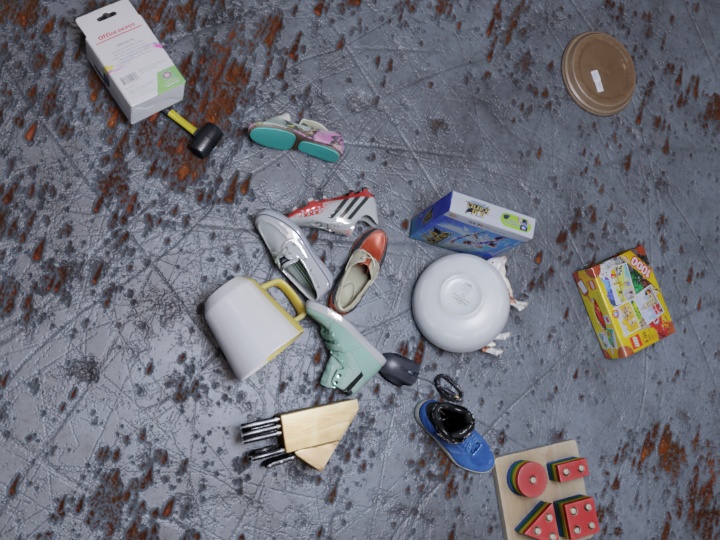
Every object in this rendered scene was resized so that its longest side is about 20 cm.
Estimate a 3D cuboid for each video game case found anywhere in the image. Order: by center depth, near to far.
[{"bbox_3d":[0.215,-0.083,1.586,0.179,0.200,0.046,17,73,-15],"label":"video game case"}]

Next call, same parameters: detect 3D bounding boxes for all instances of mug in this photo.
[{"bbox_3d":[-0.200,0.094,1.478,0.149,0.186,0.154,-40,86,13],"label":"mug"}]

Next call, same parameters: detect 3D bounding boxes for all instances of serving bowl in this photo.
[{"bbox_3d":[0.199,0.057,1.592,0.197,0.066,0.203,-2,73,5],"label":"serving bowl"}]

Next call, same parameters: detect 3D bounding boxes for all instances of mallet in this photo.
[{"bbox_3d":[-0.348,-0.301,1.523,0.200,0.041,0.066,45,71,-3],"label":"mallet"}]

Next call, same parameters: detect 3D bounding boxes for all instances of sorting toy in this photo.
[{"bbox_3d":[0.381,0.464,1.631,0.196,0.070,0.203,-8,85,-19],"label":"sorting toy"}]

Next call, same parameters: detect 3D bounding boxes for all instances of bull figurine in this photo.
[{"bbox_3d":[0.271,0.072,1.647,0.120,0.065,0.202,27,80,15],"label":"bull figurine"}]

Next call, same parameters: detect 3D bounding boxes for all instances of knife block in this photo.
[{"bbox_3d":[-0.122,0.283,1.494,0.175,0.064,0.201,37,73,-11],"label":"knife block"}]

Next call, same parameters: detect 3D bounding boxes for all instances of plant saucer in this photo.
[{"bbox_3d":[0.551,-0.454,1.843,0.197,0.029,0.204,2,82,-18],"label":"plant saucer"}]

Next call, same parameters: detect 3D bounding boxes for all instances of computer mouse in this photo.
[{"bbox_3d":[0.122,0.214,1.601,0.198,0.034,0.059,22,75,-14],"label":"computer mouse"}]

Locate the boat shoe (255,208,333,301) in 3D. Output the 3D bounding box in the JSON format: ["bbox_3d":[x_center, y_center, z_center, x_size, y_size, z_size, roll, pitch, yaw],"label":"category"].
[{"bbox_3d":[-0.129,-0.029,1.523,0.200,0.073,0.067,45,37,-8],"label":"boat shoe"}]

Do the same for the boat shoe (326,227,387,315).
[{"bbox_3d":[0.000,0.000,1.578,0.071,0.063,0.201,34,72,-8],"label":"boat shoe"}]

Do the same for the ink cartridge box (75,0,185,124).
[{"bbox_3d":[-0.424,-0.386,1.479,0.116,0.067,0.201,-31,82,-24],"label":"ink cartridge box"}]

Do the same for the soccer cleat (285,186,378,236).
[{"bbox_3d":[-0.054,-0.102,1.573,0.198,0.069,0.086,-16,83,-24],"label":"soccer cleat"}]

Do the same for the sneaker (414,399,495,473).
[{"bbox_3d":[0.201,0.327,1.569,0.200,0.111,0.077,45,72,-8],"label":"sneaker"}]

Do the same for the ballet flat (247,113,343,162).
[{"bbox_3d":[-0.125,-0.269,1.580,0.197,0.069,0.072,12,60,-20],"label":"ballet flat"}]

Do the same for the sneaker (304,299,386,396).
[{"bbox_3d":[-0.053,0.153,1.520,0.200,0.074,0.119,44,79,-17],"label":"sneaker"}]

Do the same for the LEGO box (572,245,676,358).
[{"bbox_3d":[0.571,0.068,1.746,0.147,0.077,0.203,-22,89,-20],"label":"LEGO box"}]
